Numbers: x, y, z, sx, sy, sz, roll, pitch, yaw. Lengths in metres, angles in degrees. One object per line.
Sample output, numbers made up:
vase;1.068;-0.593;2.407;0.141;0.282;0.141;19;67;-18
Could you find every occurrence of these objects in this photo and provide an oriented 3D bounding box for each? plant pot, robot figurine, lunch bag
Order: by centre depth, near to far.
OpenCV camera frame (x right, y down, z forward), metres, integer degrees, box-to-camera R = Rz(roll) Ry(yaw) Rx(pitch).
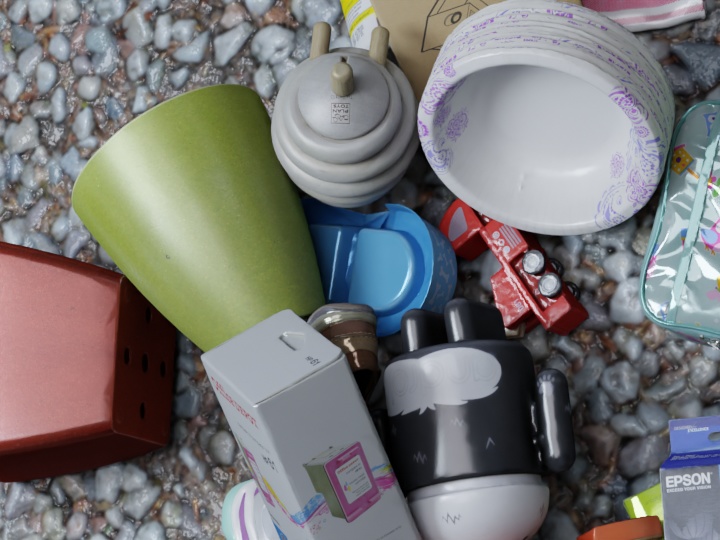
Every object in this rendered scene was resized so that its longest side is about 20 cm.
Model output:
robot figurine;0.084;0.127;1.615;0.124;0.150;0.202;-3;76;-20
lunch bag;0.307;-0.030;1.620;0.159;0.077;0.202;12;84;25
plant pot;-0.114;-0.019;1.714;0.187;0.187;0.201;-38;69;13
plant pot;-0.267;0.080;1.804;0.175;0.200;0.202;-1;79;16

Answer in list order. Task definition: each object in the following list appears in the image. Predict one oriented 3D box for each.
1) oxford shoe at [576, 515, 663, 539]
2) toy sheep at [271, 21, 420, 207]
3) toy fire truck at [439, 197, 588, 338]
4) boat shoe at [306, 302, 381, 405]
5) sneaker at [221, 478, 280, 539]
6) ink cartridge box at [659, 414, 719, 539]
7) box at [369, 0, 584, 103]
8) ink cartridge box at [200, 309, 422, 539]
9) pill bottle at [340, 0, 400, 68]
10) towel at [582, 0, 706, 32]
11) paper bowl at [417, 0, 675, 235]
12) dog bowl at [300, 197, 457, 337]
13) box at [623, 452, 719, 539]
oxford shoe;0.144;0.245;1.565;0.198;0.071;0.073;-14;78;-6
toy sheep;-0.012;-0.124;1.676;0.136;0.200;0.139;-3;68;7
toy fire truck;0.111;0.039;1.712;0.141;0.049;0.201;-40;66;14
boat shoe;-0.031;0.109;1.698;0.075;0.201;0.072;-4;55;-19
sneaker;-0.050;0.266;1.708;0.139;0.077;0.202;-16;74;40
ink cartridge box;0.282;0.206;1.557;0.099;0.039;0.202;-9;75;24
box;0.105;-0.198;1.689;0.162;0.201;0.021;-18;32;13
ink cartridge box;-0.035;0.147;1.578;0.084;0.144;0.201;-26;110;-14
pill bottle;0.027;-0.277;1.778;0.108;0.109;0.202;-21;72;19
towel;0.215;-0.298;1.741;0.145;0.030;0.202;-8;77;24
paper bowl;0.152;-0.132;1.636;0.199;0.201;0.105;-2;47;24
dog bowl;0.000;0.000;1.743;0.199;0.049;0.113;6;85;43
box;0.299;0.245;1.587;0.121;0.048;0.201;-29;69;18
